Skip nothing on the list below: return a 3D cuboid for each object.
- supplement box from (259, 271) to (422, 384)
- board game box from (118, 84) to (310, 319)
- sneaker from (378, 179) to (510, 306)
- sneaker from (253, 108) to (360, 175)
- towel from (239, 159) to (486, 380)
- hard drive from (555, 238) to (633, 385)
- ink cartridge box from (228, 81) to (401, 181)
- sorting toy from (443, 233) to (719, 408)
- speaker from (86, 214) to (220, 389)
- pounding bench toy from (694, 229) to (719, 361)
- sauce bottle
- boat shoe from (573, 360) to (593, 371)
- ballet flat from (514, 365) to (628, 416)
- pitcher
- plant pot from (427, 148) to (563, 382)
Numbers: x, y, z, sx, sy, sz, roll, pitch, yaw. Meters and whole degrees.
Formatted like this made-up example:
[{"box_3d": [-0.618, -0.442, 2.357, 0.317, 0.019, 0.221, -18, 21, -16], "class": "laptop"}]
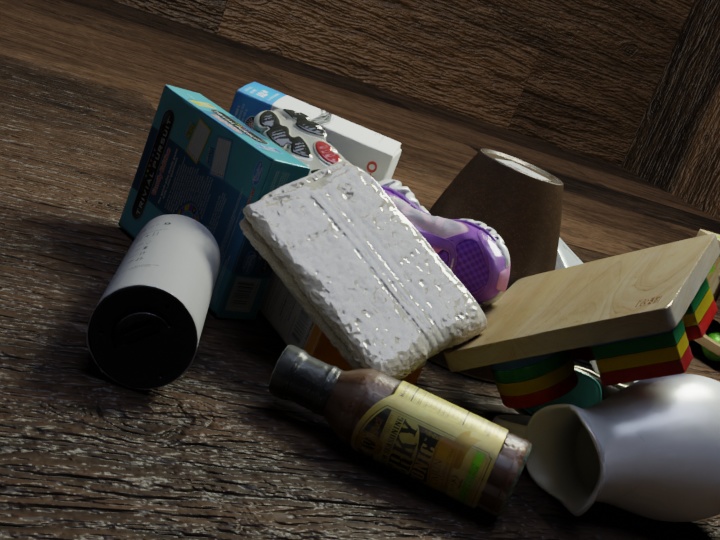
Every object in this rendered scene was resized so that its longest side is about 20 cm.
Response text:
[{"box_3d": [-0.029, 0.021, 1.046, 0.125, 0.074, 0.200, 12, 20, -33], "class": "supplement box"}, {"box_3d": [-0.143, -0.068, 1.045, 0.047, 0.152, 0.200, 8, 21, -43], "class": "board game box"}, {"box_3d": [0.050, -0.024, 1.046, 0.199, 0.081, 0.088, 31, 22, 37], "class": "sneaker"}, {"box_3d": [-0.040, -0.067, 1.044, 0.080, 0.084, 0.201, -12, 51, -29], "class": "sneaker"}, {"box_3d": [0.000, 0.000, 0.931, 0.132, 0.035, 0.200, -26, 68, -33], "class": "towel"}, {"box_3d": [0.255, 0.059, 1.187, 0.132, 0.027, 0.201, 40, 23, -40], "class": "hard drive"}, {"box_3d": [-0.070, -0.115, 1.315, 0.198, 0.148, 0.086, 23, 17, 4], "class": "ink cartridge box"}, {"box_3d": [0.203, 0.049, 0.960, 0.197, 0.070, 0.200, -15, 11, 32], "class": "sorting toy"}, {"box_3d": [-0.157, 0.018, 0.870, 0.080, 0.082, 0.200, 19, 15, -8], "class": "speaker"}, {"box_3d": [0.544, 0.063, 1.541, 0.123, 0.157, 0.200, 10, 19, -38], "class": "pounding bench toy"}, {"box_3d": [0.026, 0.115, 0.830, 0.198, 0.065, 0.065, 23, 15, 11], "class": "sauce bottle"}, {"box_3d": [0.216, 0.048, 1.262, 0.199, 0.092, 0.071, 28, 16, 20], "class": "boat shoe"}, {"box_3d": [0.229, 0.133, 1.053, 0.198, 0.070, 0.069, 15, 15, 5], "class": "ballet flat"}, {"box_3d": [0.226, 0.144, 0.937, 0.198, 0.123, 0.171, 1, 8, -27], "class": "pitcher"}, {"box_3d": [0.130, -0.016, 1.154, 0.185, 0.202, 0.187, 20, 16, -6], "class": "plant pot"}]
